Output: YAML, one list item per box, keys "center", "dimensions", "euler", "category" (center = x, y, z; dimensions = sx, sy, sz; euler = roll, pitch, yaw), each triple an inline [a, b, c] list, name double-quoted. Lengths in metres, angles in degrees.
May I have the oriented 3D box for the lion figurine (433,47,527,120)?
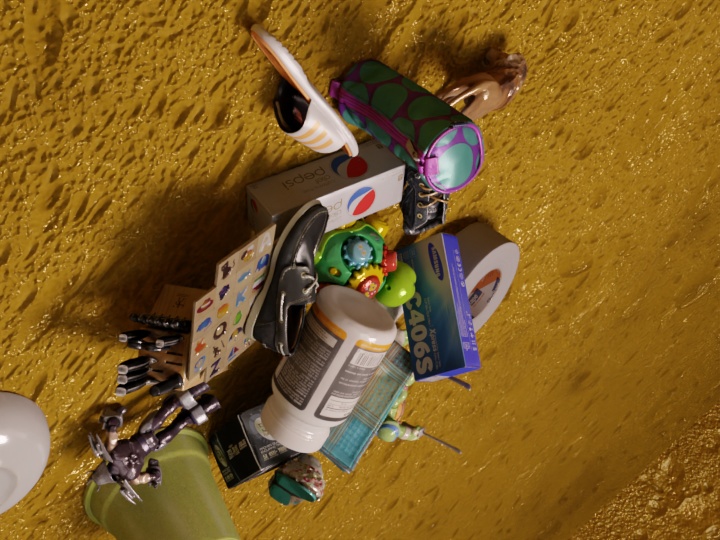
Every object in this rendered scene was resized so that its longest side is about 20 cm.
- center: [0.152, -0.226, 1.114]
  dimensions: [0.122, 0.073, 0.200]
  euler: [-28, -168, 22]
  category: "lion figurine"

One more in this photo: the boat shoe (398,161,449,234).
- center: [0.094, -0.110, 1.128]
  dimensions: [0.070, 0.092, 0.200]
  euler: [-10, 170, -13]
  category: "boat shoe"

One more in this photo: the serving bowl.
- center: [-0.460, 0.240, 1.038]
  dimensions: [0.199, 0.066, 0.201]
  euler: [-26, 142, -23]
  category: "serving bowl"

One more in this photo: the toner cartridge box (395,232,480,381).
- center: [0.111, 0.055, 1.287]
  dimensions: [0.094, 0.202, 0.043]
  euler: [-21, 160, 36]
  category: "toner cartridge box"

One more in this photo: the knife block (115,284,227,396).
- center: [-0.229, 0.115, 1.056]
  dimensions: [0.201, 0.063, 0.177]
  euler: [86, 17, -48]
  category: "knife block"

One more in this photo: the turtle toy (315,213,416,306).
- center: [0.000, 0.000, 1.218]
  dimensions: [0.199, 0.101, 0.146]
  euler: [13, 117, -50]
  category: "turtle toy"

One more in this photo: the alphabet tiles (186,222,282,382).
- center: [-0.145, 0.041, 1.036]
  dimensions: [0.166, 0.006, 0.201]
  euler: [-41, 155, -42]
  category: "alphabet tiles"

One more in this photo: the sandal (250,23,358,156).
- center: [-0.076, -0.188, 0.980]
  dimensions: [0.059, 0.079, 0.207]
  euler: [-43, 137, 1]
  category: "sandal"

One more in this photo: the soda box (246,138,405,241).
- center: [-0.042, -0.096, 1.105]
  dimensions: [0.199, 0.068, 0.064]
  euler: [-24, 141, -26]
  category: "soda box"

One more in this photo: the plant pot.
- center: [-0.266, 0.361, 1.251]
  dimensions: [0.199, 0.184, 0.201]
  euler: [-26, 142, -23]
  category: "plant pot"

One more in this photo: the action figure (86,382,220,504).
- center: [-0.281, 0.222, 1.171]
  dimensions: [0.200, 0.069, 0.131]
  euler: [-38, 123, -26]
  category: "action figure"

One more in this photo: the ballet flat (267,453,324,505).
- center: [-0.090, 0.296, 1.262]
  dimensions: [0.064, 0.075, 0.200]
  euler: [-54, -174, -25]
  category: "ballet flat"

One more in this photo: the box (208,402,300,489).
- center: [-0.106, 0.238, 1.312]
  dimensions: [0.199, 0.087, 0.164]
  euler: [-18, 168, -30]
  category: "box"

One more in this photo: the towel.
- center: [-0.018, 0.166, 1.258]
  dimensions: [0.201, 0.146, 0.022]
  euler: [-55, -172, -23]
  category: "towel"

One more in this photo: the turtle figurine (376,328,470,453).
- center: [0.088, 0.195, 1.404]
  dimensions: [0.198, 0.195, 0.144]
  euler: [-20, 129, 11]
  category: "turtle figurine"

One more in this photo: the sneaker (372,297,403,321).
- center: [0.011, 0.088, 1.340]
  dimensions: [0.199, 0.080, 0.077]
  euler: [-31, 141, -21]
  category: "sneaker"

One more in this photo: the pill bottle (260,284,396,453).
- center: [-0.046, 0.129, 1.136]
  dimensions: [0.116, 0.116, 0.201]
  euler: [8, 119, -48]
  category: "pill bottle"

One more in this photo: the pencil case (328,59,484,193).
- center: [0.053, -0.171, 1.008]
  dimensions: [0.092, 0.200, 0.086]
  euler: [-11, 127, -34]
  category: "pencil case"

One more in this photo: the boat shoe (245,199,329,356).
- center: [-0.074, 0.010, 1.056]
  dimensions: [0.072, 0.067, 0.201]
  euler: [-18, 134, -58]
  category: "boat shoe"

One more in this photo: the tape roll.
- center: [0.171, 0.024, 1.413]
  dimensions: [0.200, 0.066, 0.201]
  euler: [-39, 151, -27]
  category: "tape roll"
